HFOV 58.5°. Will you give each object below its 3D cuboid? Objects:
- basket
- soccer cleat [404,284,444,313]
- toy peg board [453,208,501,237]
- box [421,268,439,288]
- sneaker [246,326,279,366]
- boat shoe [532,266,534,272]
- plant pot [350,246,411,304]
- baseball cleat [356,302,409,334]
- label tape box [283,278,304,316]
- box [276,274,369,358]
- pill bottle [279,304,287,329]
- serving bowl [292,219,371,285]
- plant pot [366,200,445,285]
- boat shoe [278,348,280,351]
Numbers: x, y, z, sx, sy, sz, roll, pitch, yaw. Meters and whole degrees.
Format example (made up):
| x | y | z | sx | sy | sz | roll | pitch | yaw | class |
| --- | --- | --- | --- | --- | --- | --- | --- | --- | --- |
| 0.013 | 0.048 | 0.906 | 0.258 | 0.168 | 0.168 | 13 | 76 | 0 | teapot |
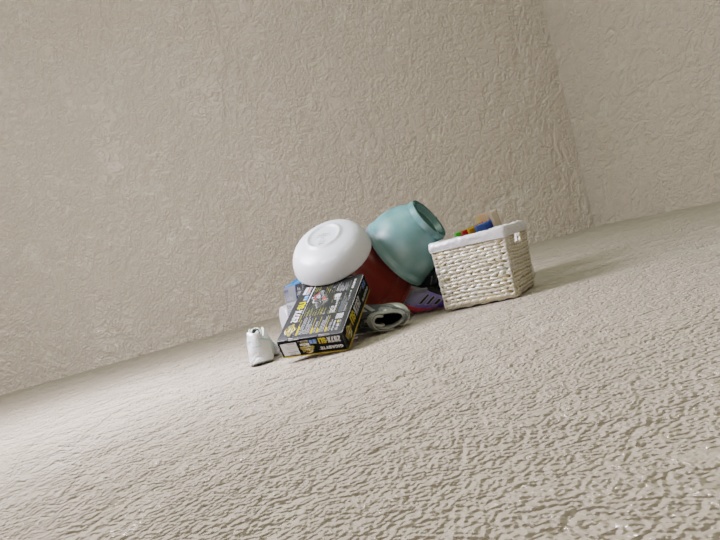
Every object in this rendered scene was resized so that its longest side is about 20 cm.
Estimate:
| x | y | z | sx | sy | sz | roll | pitch | yaw | class |
| --- | --- | --- | --- | --- | --- | --- | --- | --- | --- |
| 0.293 | -0.015 | 1.510 | 0.195 | 0.166 | 0.197 | -15 | 0 | 29 | basket |
| 0.163 | 0.078 | 1.642 | 0.196 | 0.076 | 0.067 | 9 | -7 | 42 | soccer cleat |
| 0.336 | -0.045 | 1.742 | 0.095 | 0.205 | 0.199 | -21 | 1 | -1 | toy peg board |
| 0.210 | 0.011 | 1.889 | 0.154 | 0.052 | 0.201 | -26 | -23 | -8 | box |
| -0.235 | 0.173 | 1.535 | 0.068 | 0.083 | 0.200 | -16 | -1 | -6 | sneaker |
| 0.448 | -0.007 | 1.830 | 0.068 | 0.073 | 0.200 | -36 | 1 | 17 | boat shoe |
| 0.000 | 0.000 | 1.634 | 0.197 | 0.205 | 0.194 | -14 | -41 | 41 | plant pot |
| 0.013 | 0.109 | 1.462 | 0.194 | 0.072 | 0.106 | -14 | 1 | 18 | baseball cleat |
| -0.140 | 0.069 | 1.604 | 0.064 | 0.207 | 0.142 | -10 | -2 | -26 | label tape box |
| -0.076 | 0.095 | 1.381 | 0.155 | 0.050 | 0.202 | -12 | 31 | 23 | box |
| -0.139 | 0.124 | 1.918 | 0.195 | 0.116 | 0.112 | -15 | 1 | -25 | pill bottle |
| -0.075 | -0.056 | 1.492 | 0.194 | 0.067 | 0.203 | -17 | 36 | 12 | serving bowl |
| 0.128 | -0.086 | 1.603 | 0.134 | 0.201 | 0.199 | -45 | -12 | 22 | plant pot |
| -0.116 | 0.142 | 1.475 | 0.196 | 0.079 | 0.071 | -15 | 0 | 36 | boat shoe |
